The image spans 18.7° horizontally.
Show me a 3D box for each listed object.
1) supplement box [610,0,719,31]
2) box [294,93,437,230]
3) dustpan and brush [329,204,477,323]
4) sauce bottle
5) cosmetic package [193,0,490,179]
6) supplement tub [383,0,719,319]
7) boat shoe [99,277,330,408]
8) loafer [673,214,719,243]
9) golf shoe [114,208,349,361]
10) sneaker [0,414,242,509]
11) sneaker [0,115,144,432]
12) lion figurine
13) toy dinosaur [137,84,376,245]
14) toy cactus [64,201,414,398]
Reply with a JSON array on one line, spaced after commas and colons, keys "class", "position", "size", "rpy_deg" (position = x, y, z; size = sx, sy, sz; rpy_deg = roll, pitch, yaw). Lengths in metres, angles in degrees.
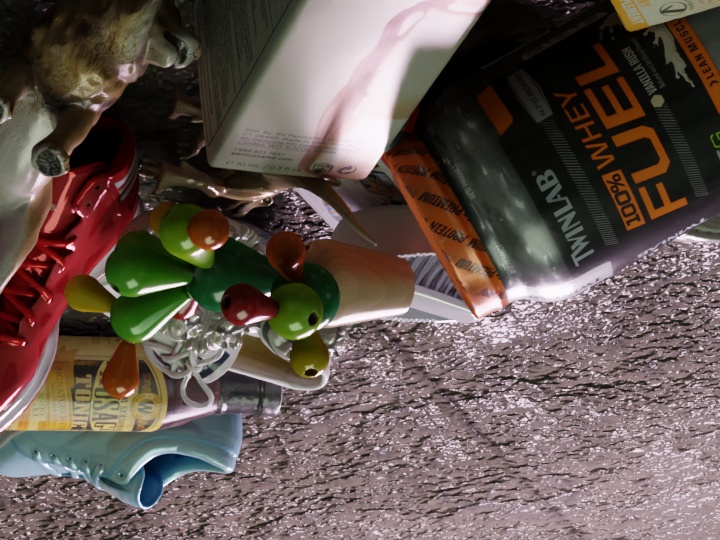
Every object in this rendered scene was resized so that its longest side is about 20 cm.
[{"class": "supplement box", "position": [0.188, -0.188, 0.966], "size": [0.200, 0.074, 0.126], "rpy_deg": [-15, 152, 20]}, {"class": "box", "position": [0.023, -0.044, 1.227], "size": [0.110, 0.035, 0.200], "rpy_deg": [9, 161, 27]}, {"class": "dustpan and brush", "position": [0.000, 0.000, 1.203], "size": [0.200, 0.057, 0.140], "rpy_deg": [15, 160, -8]}, {"class": "sauce bottle", "position": [-0.152, 0.074, 1.446], "size": [0.200, 0.066, 0.066], "rpy_deg": [0, 153, -12]}, {"class": "cosmetic package", "position": [-0.007, -0.134, 1.013], "size": [0.087, 0.103, 0.200], "rpy_deg": [4, 154, -19]}, {"class": "supplement tub", "position": [0.120, -0.065, 1.083], "size": [0.200, 0.123, 0.123], "rpy_deg": [-30, 151, 0]}, {"class": "boat shoe", "position": [-0.098, 0.041, 1.361], "size": [0.202, 0.086, 0.075], "rpy_deg": [20, 145, -41]}, {"class": "loafer", "position": [0.131, -0.066, 1.225], "size": [0.200, 0.072, 0.063], "rpy_deg": [22, 161, -31]}, {"class": "golf shoe", "position": [-0.088, 0.000, 1.270], "size": [0.097, 0.078, 0.200], "rpy_deg": [32, -175, 37]}, {"class": "sneaker", "position": [-0.176, 0.128, 1.528], "size": [0.200, 0.082, 0.074], "rpy_deg": [-15, 151, 20]}, {"class": "sneaker", "position": [-0.184, -0.006, 1.166], "size": [0.078, 0.200, 0.116], "rpy_deg": [23, 148, 8]}, {"class": "lion figurine", "position": [-0.161, -0.061, 1.080], "size": [0.072, 0.123, 0.200], "rpy_deg": [38, 123, -8]}, {"class": "toy dinosaur", "position": [-0.054, -0.055, 1.135], "size": [0.101, 0.058, 0.200], "rpy_deg": [15, 179, -19]}, {"class": "toy cactus", "position": [-0.049, 0.014, 1.100], "size": [0.165, 0.102, 0.200], "rpy_deg": [2, 177, -30]}]
